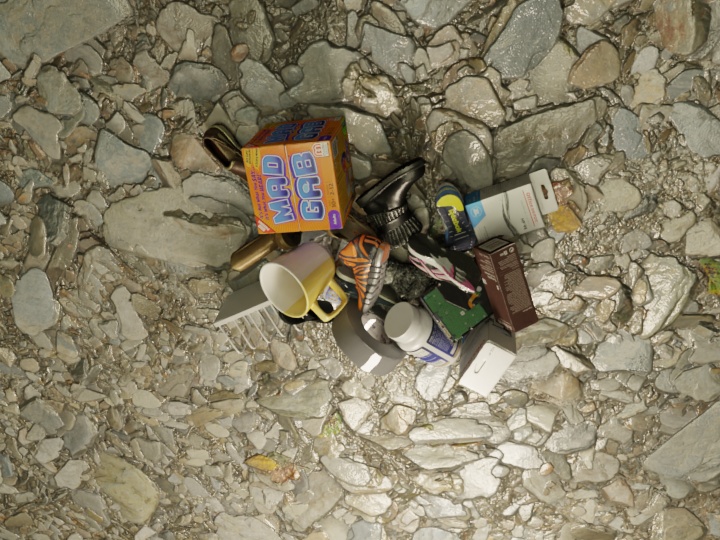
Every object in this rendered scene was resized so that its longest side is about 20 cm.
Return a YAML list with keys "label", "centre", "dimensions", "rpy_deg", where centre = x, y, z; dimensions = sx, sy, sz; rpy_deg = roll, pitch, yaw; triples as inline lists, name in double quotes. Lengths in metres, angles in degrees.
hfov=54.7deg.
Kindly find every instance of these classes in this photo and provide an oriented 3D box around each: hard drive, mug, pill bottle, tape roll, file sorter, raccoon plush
- label: "hard drive"
  centre: [0.261, 0.065, 1.689]
  dimensions: [0.199, 0.038, 0.140]
  rpy_deg: [-36, 83, -8]
- label: "mug"
  centre: [-0.131, 0.024, 1.680]
  dimensions: [0.148, 0.153, 0.188]
  rpy_deg: [-8, 116, 44]
- label: "pill bottle"
  centre: [0.157, 0.159, 1.742]
  dimensions: [0.115, 0.117, 0.199]
  rpy_deg: [-37, 134, 23]
- label: "tape roll"
  centre: [0.025, 0.166, 1.760]
  dimensions: [0.199, 0.201, 0.066]
  rpy_deg: [36, 116, -10]
- label: "file sorter"
  centre: [-0.254, 0.113, 1.817]
  dimensions: [0.198, 0.139, 0.125]
  rpy_deg: [-22, 115, 19]
- label: "raccoon plush"
  centre: [0.127, -0.010, 1.744]
  dimensions: [0.199, 0.097, 0.135]
  rpy_deg: [-32, 95, -10]

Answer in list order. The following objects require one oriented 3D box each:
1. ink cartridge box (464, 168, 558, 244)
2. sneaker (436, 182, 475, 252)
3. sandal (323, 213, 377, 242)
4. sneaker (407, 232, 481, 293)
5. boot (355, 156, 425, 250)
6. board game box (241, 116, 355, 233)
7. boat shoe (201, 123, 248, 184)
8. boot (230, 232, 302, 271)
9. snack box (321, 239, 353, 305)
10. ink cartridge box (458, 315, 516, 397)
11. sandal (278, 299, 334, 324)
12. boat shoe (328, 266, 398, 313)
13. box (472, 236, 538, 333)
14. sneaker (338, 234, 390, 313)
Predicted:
- label: "ink cartridge box"
  centre: [0.354, -0.146, 1.625]
  dimensions: [0.198, 0.067, 0.117]
  rpy_deg: [-19, 112, 17]
- label: "sneaker"
  centre: [0.226, -0.124, 1.659]
  dimensions: [0.073, 0.083, 0.201]
  rpy_deg: [-15, 133, 7]
- label: "sandal"
  centre: [-0.050, -0.106, 1.697]
  dimensions: [0.199, 0.054, 0.081]
  rpy_deg: [31, 118, 17]
- label: "sneaker"
  centre: [0.196, -0.010, 1.657]
  dimensions: [0.199, 0.080, 0.087]
  rpy_deg: [38, 152, 14]
- label: "boot"
  centre: [0.105, -0.157, 1.651]
  dimensions: [0.210, 0.080, 0.158]
  rpy_deg: [-32, 101, 33]
- label: "board game box"
  centre: [-0.132, -0.220, 1.592]
  dimensions: [0.197, 0.201, 0.202]
  rpy_deg: [-3, 116, 11]
- label: "boat shoe"
  centre: [-0.300, -0.256, 1.668]
  dimensions: [0.202, 0.075, 0.075]
  rpy_deg: [42, 126, -10]
- label: "boot"
  centre: [-0.237, -0.053, 1.711]
  dimensions: [0.199, 0.175, 0.067]
  rpy_deg: [-30, 102, 18]
- label: "snack box"
  centre: [-0.038, -0.001, 1.786]
  dimensions: [0.071, 0.024, 0.202]
  rpy_deg: [20, 118, -2]
- label: "ink cartridge box"
  centre: [0.313, 0.190, 1.725]
  dimensions: [0.085, 0.201, 0.147]
  rpy_deg: [27, 118, -5]
- label: "sandal"
  centre: [-0.127, 0.096, 1.760]
  dimensions: [0.048, 0.199, 0.076]
  rpy_deg: [-14, 79, 37]
- label: "boat shoe"
  centre: [0.014, 0.057, 1.764]
  dimensions: [0.198, 0.075, 0.062]
  rpy_deg: [23, 114, -24]
- label: "box"
  centre: [0.333, 0.031, 1.605]
  dimensions: [0.074, 0.100, 0.202]
  rpy_deg: [-25, 106, -9]
- label: "sneaker"
  centre: [0.000, 0.000, 1.681]
  dimensions: [0.111, 0.078, 0.202]
  rpy_deg: [22, 119, 17]
